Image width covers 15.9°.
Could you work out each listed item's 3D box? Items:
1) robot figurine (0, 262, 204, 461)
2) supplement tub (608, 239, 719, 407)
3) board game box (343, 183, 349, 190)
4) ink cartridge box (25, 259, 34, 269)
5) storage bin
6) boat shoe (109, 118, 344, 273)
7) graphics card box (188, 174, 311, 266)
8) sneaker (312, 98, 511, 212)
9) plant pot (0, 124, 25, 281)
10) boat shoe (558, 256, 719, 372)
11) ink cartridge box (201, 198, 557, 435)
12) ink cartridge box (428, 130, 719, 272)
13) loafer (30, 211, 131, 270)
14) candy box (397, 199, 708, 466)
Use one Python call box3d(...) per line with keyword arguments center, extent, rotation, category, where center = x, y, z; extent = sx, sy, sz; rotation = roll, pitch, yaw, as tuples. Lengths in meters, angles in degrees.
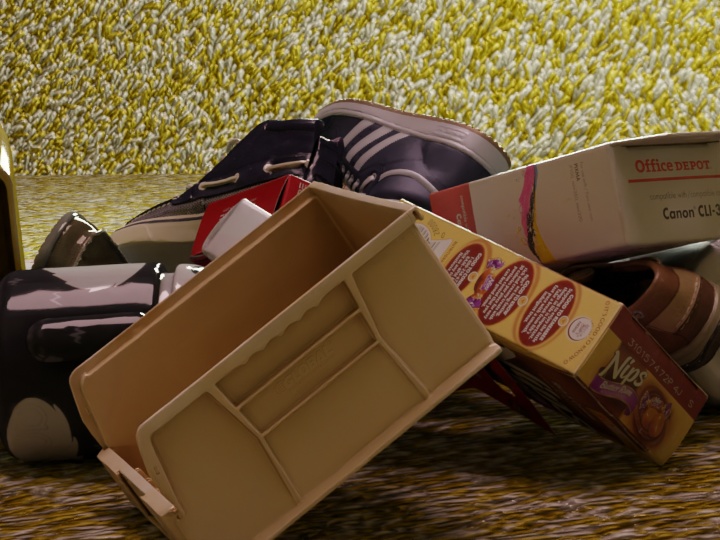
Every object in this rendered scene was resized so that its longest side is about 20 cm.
box3d(center=(-0.164, 0.055, 1.629), extent=(0.200, 0.125, 0.150), rotation=(-3, 28, 3), category="robot figurine")
box3d(center=(0.210, 0.025, 1.760), extent=(0.122, 0.123, 0.200), rotation=(-6, 7, -27), category="supplement tub")
box3d(center=(0.094, -0.008, 1.966), extent=(0.199, 0.041, 0.200), rotation=(39, -18, -32), category="board game box")
box3d(center=(-0.228, 0.042, 1.955), extent=(0.146, 0.086, 0.200), rotation=(-2, 6, 1), category="ink cartridge box")
box3d(center=(-0.050, 0.053, 1.399), extent=(0.198, 0.094, 0.200), rotation=(-38, 15, -10), category="storage bin")
box3d(center=(-0.094, -0.051, 1.861), extent=(0.200, 0.093, 0.075), rotation=(-8, -32, 32), category="boat shoe")
box3d(center=(0.000, 0.000, 1.748), extent=(0.200, 0.051, 0.125), rotation=(24, -19, -24), category="graphics card box")
box3d(center=(0.009, -0.059, 1.861), extent=(0.200, 0.109, 0.070), rotation=(12, -28, 50), category="sneaker")
box3d(center=(-0.319, -0.014, 1.760), extent=(0.200, 0.200, 0.176), rotation=(-3, 28, 1), category="plant pot")
box3d(center=(0.152, 0.025, 1.643), extent=(0.074, 0.076, 0.200), rotation=(35, -26, -25), category="boat shoe")
box3d(center=(0.012, 0.045, 1.604), extent=(0.200, 0.057, 0.163), rotation=(36, -6, 30), category="ink cartridge box")
box3d(center=(0.157, -0.040, 1.647), extent=(0.116, 0.068, 0.200), rotation=(-6, -6, -44), category="ink cartridge box")
box3d(center=(-0.162, 0.032, 1.745), extent=(0.070, 0.075, 0.200), rotation=(16, -26, 26), category="loafer")
box3d(center=(0.101, 0.036, 1.549), extent=(0.200, 0.057, 0.117), rotation=(25, -14, 45), category="candy box")
